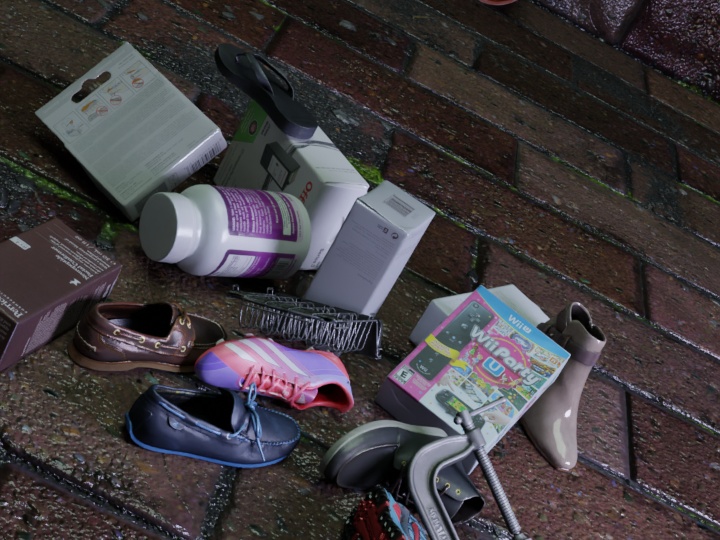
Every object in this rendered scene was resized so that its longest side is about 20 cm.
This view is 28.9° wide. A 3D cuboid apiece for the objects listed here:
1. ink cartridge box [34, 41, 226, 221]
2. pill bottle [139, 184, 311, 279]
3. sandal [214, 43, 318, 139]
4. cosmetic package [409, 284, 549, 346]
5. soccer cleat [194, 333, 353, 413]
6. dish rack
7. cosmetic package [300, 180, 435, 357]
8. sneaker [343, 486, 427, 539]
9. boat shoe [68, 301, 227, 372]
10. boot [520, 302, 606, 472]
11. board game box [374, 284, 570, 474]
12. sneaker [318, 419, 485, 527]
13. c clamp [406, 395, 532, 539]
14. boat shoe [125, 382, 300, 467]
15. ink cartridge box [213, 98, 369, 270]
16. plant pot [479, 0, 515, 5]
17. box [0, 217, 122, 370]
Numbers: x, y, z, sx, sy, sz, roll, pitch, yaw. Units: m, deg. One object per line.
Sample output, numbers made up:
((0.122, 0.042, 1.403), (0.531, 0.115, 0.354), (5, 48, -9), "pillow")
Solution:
((-0.295, -0.179, 1.789), (0.200, 0.161, 0.050), (43, -16, 26), "ink cartridge box")
((-0.168, -0.048, 1.722), (0.200, 0.112, 0.112), (4, 36, -42), "pill bottle")
((-0.120, -0.249, 1.872), (0.076, 0.043, 0.200), (-7, 44, -49), "sandal")
((0.169, 0.085, 1.878), (0.101, 0.071, 0.200), (45, 31, 26), "cosmetic package")
((-0.092, 0.121, 1.565), (0.200, 0.067, 0.077), (9, 38, -41), "soccer cleat")
((-0.065, 0.058, 1.590), (0.153, 0.055, 0.200), (13, 1, 17), "dish rack")
((0.000, 0.000, 1.712), (0.081, 0.200, 0.113), (35, 24, 8), "cosmetic package")
((0.046, 0.290, 1.377), (0.095, 0.079, 0.200), (36, 17, -17), "sneaker")
((-0.219, 0.068, 1.518), (0.200, 0.070, 0.070), (-1, 39, -48), "boat shoe")
((0.267, 0.140, 1.795), (0.070, 0.146, 0.200), (17, 31, -29), "boot")
((0.138, 0.130, 1.696), (0.147, 0.064, 0.200), (38, 51, 14), "board game box")
((0.052, 0.224, 1.515), (0.200, 0.075, 0.106), (3, 38, -44), "sneaker")
((0.132, 0.245, 1.503), (0.170, 0.027, 0.201), (-11, 76, -36), "c clamp")
((-0.140, 0.158, 1.439), (0.200, 0.069, 0.084), (6, 35, -40), "boat shoe")
((-0.096, -0.117, 1.877), (0.084, 0.146, 0.200), (3, 37, -42), "ink cartridge box")
((0.354, -0.751, 3.405), (0.201, 0.201, 0.195), (34, 18, 8), "plant pot")
((-0.350, 0.021, 1.463), (0.100, 0.075, 0.200), (35, 28, 8), "box")
